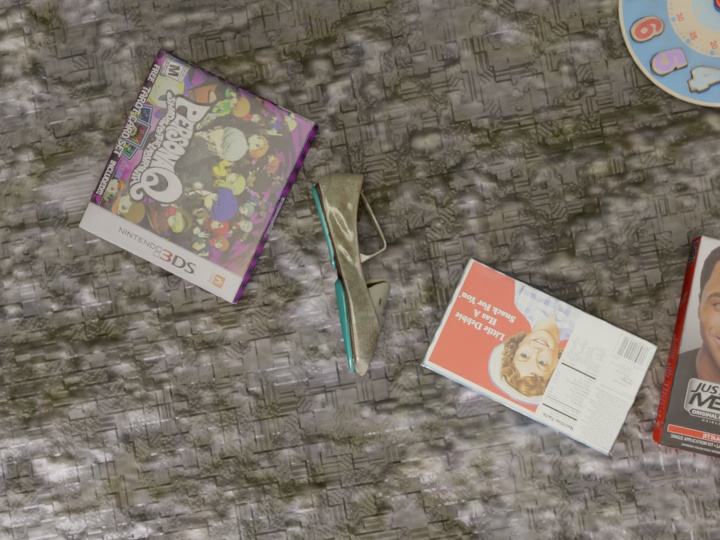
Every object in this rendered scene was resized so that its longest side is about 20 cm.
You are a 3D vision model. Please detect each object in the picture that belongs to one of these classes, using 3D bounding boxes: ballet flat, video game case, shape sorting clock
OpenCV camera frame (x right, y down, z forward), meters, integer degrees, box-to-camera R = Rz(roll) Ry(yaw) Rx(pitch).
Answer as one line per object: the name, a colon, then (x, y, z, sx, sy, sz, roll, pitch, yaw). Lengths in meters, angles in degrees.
ballet flat: (0.000, 0.000, 1.253, 0.062, 0.067, 0.202, -12, 87, -4)
video game case: (-0.163, -0.095, 1.288, 0.180, 0.036, 0.202, 26, 91, 6)
shape sorting clock: (0.350, -0.259, 1.231, 0.197, 0.039, 0.203, 0, 88, 7)

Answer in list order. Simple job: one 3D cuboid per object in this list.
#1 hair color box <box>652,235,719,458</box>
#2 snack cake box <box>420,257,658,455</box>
hair color box: (0.347, 0.076, 1.210, 0.100, 0.061, 0.202, 11, 89, 8)
snack cake box: (0.171, 0.081, 1.228, 0.198, 0.067, 0.116, 26, 93, 7)
